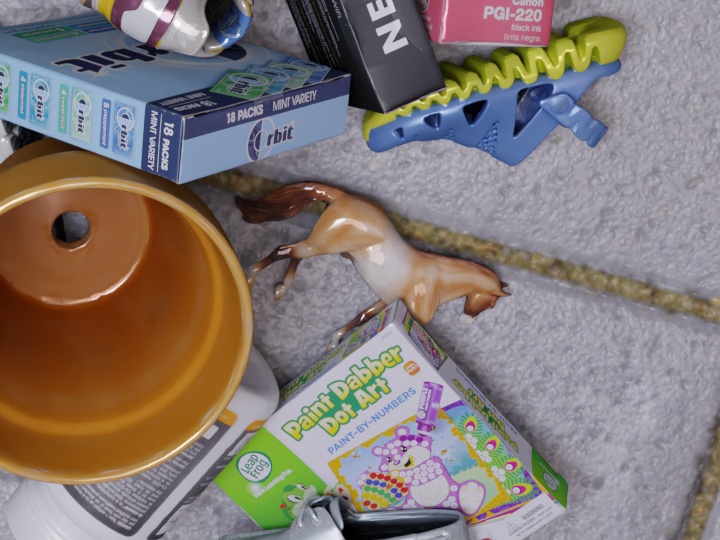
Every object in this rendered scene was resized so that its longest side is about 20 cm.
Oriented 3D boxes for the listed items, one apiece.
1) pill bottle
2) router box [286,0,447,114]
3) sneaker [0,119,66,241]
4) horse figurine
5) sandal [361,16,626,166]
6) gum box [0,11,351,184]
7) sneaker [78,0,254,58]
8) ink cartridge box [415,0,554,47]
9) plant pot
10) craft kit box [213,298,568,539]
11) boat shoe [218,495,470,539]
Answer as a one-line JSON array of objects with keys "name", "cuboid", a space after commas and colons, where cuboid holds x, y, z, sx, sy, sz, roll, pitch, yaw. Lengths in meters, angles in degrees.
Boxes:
[{"name": "pill bottle", "cuboid": [-0.160, 0.126, 1.123, 0.116, 0.117, 0.200, 40, 103, -13]}, {"name": "router box", "cuboid": [-0.020, -0.207, 1.021, 0.051, 0.149, 0.202, -25, 106, -11]}, {"name": "sneaker", "cuboid": [-0.265, -0.080, 1.085, 0.079, 0.078, 0.203, -5, 106, 7]}, {"name": "horse figurine", "cuboid": [0.000, 0.000, 1.137, 0.132, 0.050, 0.200, -43, 107, 15]}, {"name": "sandal", "cuboid": [0.099, -0.112, 1.100, 0.197, 0.080, 0.088, -15, 110, 2]}, {"name": "gum box", "cuboid": [-0.134, -0.117, 0.986, 0.198, 0.169, 0.045, 19, 114, 29]}, {"name": "sneaker", "cuboid": [-0.105, -0.178, 1.000, 0.090, 0.200, 0.075, 35, 116, 1]}, {"name": "ink cartridge box", "cuboid": [0.073, -0.258, 1.016, 0.084, 0.146, 0.203, -1, 107, -17]}, {"name": "plant pot", "cuboid": [-0.182, 0.003, 0.994, 0.197, 0.184, 0.203, -6, 116, -13]}, {"name": "craft kit box", "cuboid": [0.018, 0.153, 1.159, 0.199, 0.049, 0.198, -38, 102, 23]}, {"name": "boat shoe", "cuboid": [-0.017, 0.197, 1.131, 0.198, 0.070, 0.072, 1, 106, 4]}]
